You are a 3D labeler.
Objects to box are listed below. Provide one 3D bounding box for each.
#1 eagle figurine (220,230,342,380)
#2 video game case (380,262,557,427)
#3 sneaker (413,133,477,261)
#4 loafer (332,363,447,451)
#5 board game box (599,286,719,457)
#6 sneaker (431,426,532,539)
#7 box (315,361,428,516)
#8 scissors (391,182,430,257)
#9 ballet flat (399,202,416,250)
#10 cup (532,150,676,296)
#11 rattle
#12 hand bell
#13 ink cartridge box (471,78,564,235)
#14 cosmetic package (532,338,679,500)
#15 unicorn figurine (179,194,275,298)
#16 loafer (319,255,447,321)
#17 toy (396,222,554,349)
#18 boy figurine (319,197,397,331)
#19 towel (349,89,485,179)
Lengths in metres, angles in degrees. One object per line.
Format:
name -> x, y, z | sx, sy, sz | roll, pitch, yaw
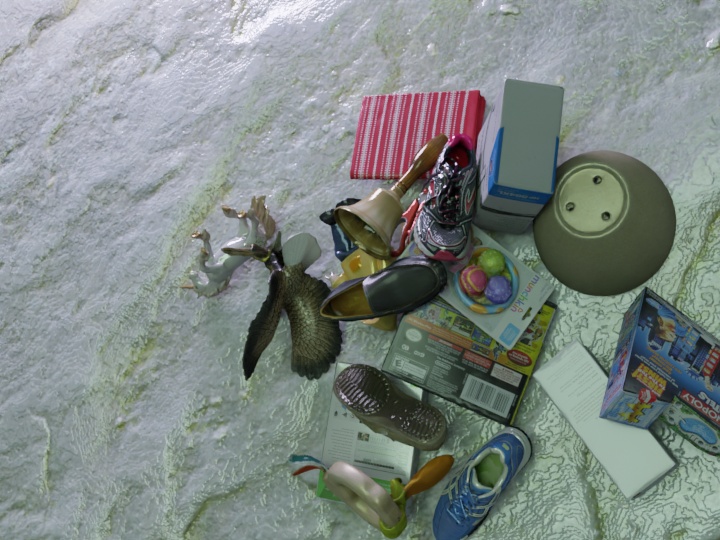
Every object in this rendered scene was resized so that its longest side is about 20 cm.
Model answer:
eagle figurine -> -0.114, 0.056, 1.476 | 0.149, 0.151, 0.203 | -15, 64, 4
video game case -> 0.152, 0.095, 1.380 | 0.197, 0.026, 0.183 | 23, 84, 6
sneaker -> 0.118, -0.099, 1.342 | 0.079, 0.075, 0.203 | 9, 53, -1
loafer -> 0.041, 0.200, 1.380 | 0.199, 0.069, 0.076 | 29, 66, 37
board game box -> 0.389, 0.145, 1.228 | 0.199, 0.199, 0.062 | 38, 135, 13
sneaker -> 0.152, 0.296, 1.341 | 0.075, 0.077, 0.202 | 38, 109, 22
box -> 0.018, 0.243, 1.436 | 0.142, 0.036, 0.204 | 7, 81, 22
scissors -> 0.087, -0.107, 1.453 | 0.072, 0.014, 0.203 | 0, 59, 28
ballet flat -> 0.089, -0.009, 1.440 | 0.067, 0.063, 0.204 | -10, 76, 20
cup -> 0.319, -0.077, 1.322 | 0.197, 0.143, 0.204 | -4, 78, 19
rattle -> 0.007, 0.271, 1.381 | 0.199, 0.130, 0.144 | 21, 76, 49
hand bell -> 0.061, -0.124, 1.415 | 0.103, 0.105, 0.201 | 32, 72, 23
ink cartridge box -> 0.207, -0.148, 1.334 | 0.083, 0.200, 0.149 | 8, 76, -2
cosmetic package -> 0.322, 0.196, 1.287 | 0.081, 0.113, 0.201 | -41, 70, 9
unicorn figurine -> -0.213, -0.026, 1.537 | 0.197, 0.138, 0.074 | -26, 55, 0
loafer -> 0.030, 0.034, 1.353 | 0.198, 0.072, 0.074 | -23, 92, 37
toy -> 0.161, 0.000, 1.354 | 0.199, 0.047, 0.116 | 37, 75, 11
boy figurine -> 0.000, 0.000, 1.468 | 0.123, 0.064, 0.203 | -26, 72, 27
towel -> 0.086, -0.202, 1.486 | 0.196, 0.023, 0.147 | 1, 69, 21
